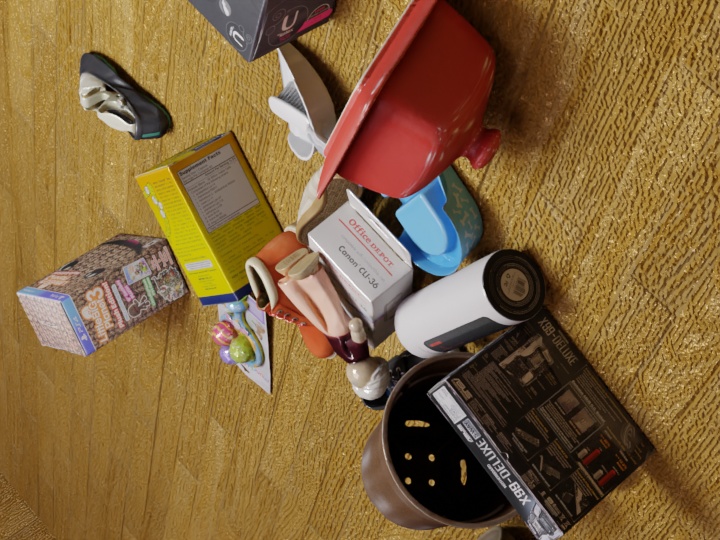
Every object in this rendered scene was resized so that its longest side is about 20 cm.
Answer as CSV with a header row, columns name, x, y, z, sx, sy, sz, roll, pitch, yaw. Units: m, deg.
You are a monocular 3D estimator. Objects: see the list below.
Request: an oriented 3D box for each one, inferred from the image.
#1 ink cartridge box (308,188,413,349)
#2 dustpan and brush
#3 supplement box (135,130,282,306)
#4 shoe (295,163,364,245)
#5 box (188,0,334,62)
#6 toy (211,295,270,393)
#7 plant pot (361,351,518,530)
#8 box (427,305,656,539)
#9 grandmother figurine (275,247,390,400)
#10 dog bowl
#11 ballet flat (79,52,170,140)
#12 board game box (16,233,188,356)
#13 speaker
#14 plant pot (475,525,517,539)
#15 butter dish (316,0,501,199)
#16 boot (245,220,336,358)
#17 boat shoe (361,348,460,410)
name,x,y,z,sx,sy,sz,roll,pitch,yaw
ink cartridge box,0.000,0.000,1.600,0.116,0.067,0.200,46,164,18
dustpan and brush,-0.058,-0.169,1.552,0.200,0.057,0.140,38,145,43
supplement box,-0.192,-0.067,1.819,0.109,0.109,0.200,-8,111,57
shoe,-0.032,-0.086,1.638,0.200,0.070,0.053,122,153,-62
box,-0.129,-0.340,1.459,0.200,0.122,0.106,47,148,16
toy,-0.187,0.098,2.028,0.115,0.047,0.200,40,145,29
plant pot,0.096,0.220,1.615,0.200,0.200,0.198,52,157,7
box,0.192,0.160,1.441,0.200,0.158,0.050,52,149,6
grandmother figurine,-0.028,0.068,1.609,0.200,0.061,0.121,58,173,-21
dog bowl,0.060,-0.091,1.498,0.200,0.050,0.111,56,149,1
ballet flat,-0.351,-0.242,1.922,0.200,0.073,0.073,39,145,28
board game box,-0.399,0.034,2.119,0.159,0.200,0.097,6,124,52
speaker,0.116,0.039,1.509,0.081,0.081,0.200,58,149,-2
plant pot,0.184,0.452,1.722,0.173,0.200,0.200,37,148,1
butter dish,0.068,-0.151,1.334,0.148,0.200,0.200,30,148,-1
boot,-0.088,0.045,1.782,0.075,0.107,0.200,15,132,46
boat shoe,0.056,0.131,1.695,0.070,0.066,0.200,57,150,-1
